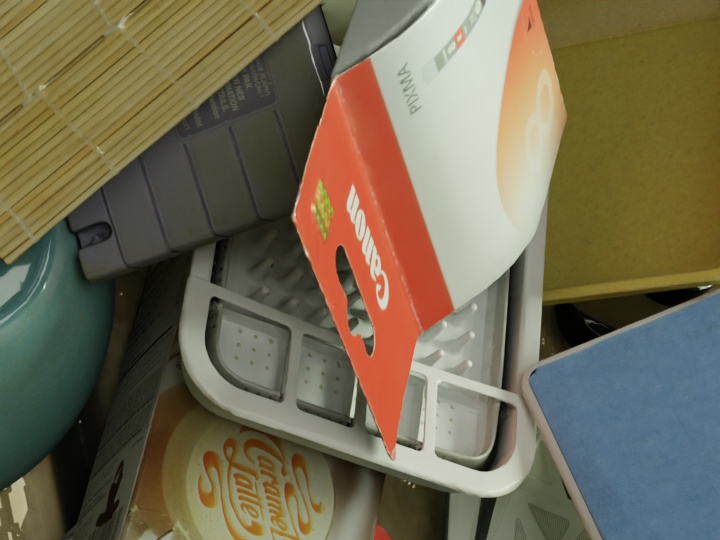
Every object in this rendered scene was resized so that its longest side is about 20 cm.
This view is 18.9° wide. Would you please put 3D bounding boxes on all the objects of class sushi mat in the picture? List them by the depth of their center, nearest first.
[{"bbox_3d":[-0.095,-0.099,0.855,0.200,0.012,0.096,-39,84,4],"label":"sushi mat"}]

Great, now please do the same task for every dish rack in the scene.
[{"bbox_3d":[0.000,0.000,0.960,0.171,0.044,0.201,20,56,-20],"label":"dish rack"}]

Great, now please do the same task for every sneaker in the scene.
[{"bbox_3d":[0.094,0.168,1.002,0.076,0.115,0.202,26,63,-51],"label":"sneaker"}]

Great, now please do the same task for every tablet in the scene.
[{"bbox_3d":[0.162,0.104,0.911,0.129,0.014,0.201,-21,63,-5],"label":"tablet"}]

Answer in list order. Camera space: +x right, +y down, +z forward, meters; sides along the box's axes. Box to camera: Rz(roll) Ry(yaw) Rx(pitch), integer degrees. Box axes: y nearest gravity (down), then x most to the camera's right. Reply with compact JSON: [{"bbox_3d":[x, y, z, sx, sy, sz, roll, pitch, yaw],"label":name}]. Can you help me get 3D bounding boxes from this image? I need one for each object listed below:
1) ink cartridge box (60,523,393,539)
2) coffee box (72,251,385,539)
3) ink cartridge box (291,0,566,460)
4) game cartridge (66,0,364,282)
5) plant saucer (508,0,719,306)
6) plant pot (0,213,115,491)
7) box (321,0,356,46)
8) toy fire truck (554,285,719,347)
[{"bbox_3d":[-0.066,0.166,0.983,0.160,0.047,0.200,46,68,-5],"label":"ink cartridge box"},{"bbox_3d":[-0.051,0.075,0.968,0.114,0.080,0.201,25,55,-17],"label":"coffee box"},{"bbox_3d":[0.035,-0.048,0.886,0.050,0.163,0.201,0,51,18],"label":"ink cartridge box"},{"bbox_3d":[-0.082,-0.109,0.888,0.129,0.038,0.201,-18,86,14],"label":"game cartridge"},{"bbox_3d":[0.118,-0.062,1.045,0.048,0.199,0.201,39,55,-41],"label":"plant saucer"},{"bbox_3d":[-0.191,-0.001,0.927,0.199,0.135,0.201,5,75,-20],"label":"plant pot"},{"bbox_3d":[-0.003,-0.223,1.056,0.108,0.128,0.201,-12,82,-17],"label":"box"},{"bbox_3d":[0.212,-0.041,1.117,0.175,0.129,0.201,24,57,-14],"label":"toy fire truck"}]
